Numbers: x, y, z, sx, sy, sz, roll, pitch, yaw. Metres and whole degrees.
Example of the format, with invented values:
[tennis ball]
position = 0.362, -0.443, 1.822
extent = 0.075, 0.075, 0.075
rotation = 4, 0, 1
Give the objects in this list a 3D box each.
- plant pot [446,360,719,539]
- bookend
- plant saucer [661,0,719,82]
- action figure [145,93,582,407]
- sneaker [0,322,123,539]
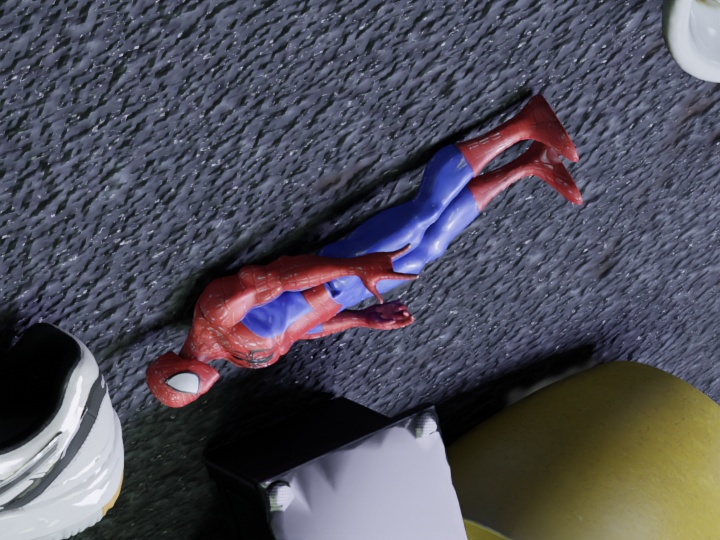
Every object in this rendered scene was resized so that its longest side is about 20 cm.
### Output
[plant pot]
position = 0.124, 0.131, 1.475
extent = 0.142, 0.199, 0.200
rotation = -52, 165, -24
[bookend]
position = -0.027, 0.148, 1.368
extent = 0.092, 0.198, 0.201
rotation = -22, 111, -23
[plant saucer]
position = 0.192, -0.156, 1.136
extent = 0.199, 0.050, 0.200
rotation = -27, 156, -13
[action figure]
position = 0.000, 0.000, 1.204
extent = 0.199, 0.052, 0.065
rotation = -28, 160, -6
[sneaker]
position = -0.186, 0.078, 1.108
extent = 0.199, 0.076, 0.088
rotation = -26, 140, -23
